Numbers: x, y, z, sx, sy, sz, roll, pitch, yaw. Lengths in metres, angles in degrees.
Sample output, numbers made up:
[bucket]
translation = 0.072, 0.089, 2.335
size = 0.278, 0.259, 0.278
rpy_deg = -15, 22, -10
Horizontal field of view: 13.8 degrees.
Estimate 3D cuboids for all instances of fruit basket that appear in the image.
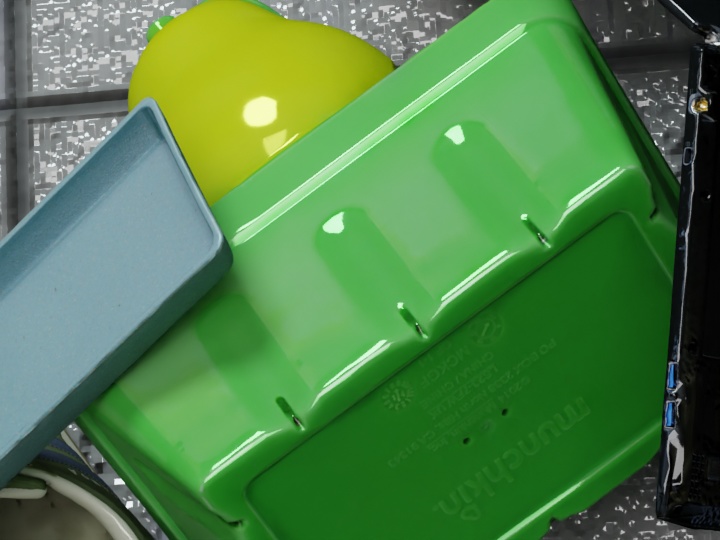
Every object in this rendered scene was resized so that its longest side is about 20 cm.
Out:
[fruit basket]
translation = 0.000, 0.000, 0.942
size = 0.215, 0.156, 0.216
rpy_deg = -24, 33, 17

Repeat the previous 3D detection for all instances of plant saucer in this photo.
[plant saucer]
translation = -0.116, 0.038, 0.896
size = 0.200, 0.019, 0.070
rpy_deg = -43, 46, 15

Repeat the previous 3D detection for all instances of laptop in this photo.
[laptop]
translation = 0.110, -0.023, 0.871
size = 0.103, 0.177, 0.201
rpy_deg = 0, 83, 43

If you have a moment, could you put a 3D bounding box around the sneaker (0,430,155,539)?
[sneaker]
translation = -0.120, 0.071, 0.945
size = 0.200, 0.090, 0.067
rpy_deg = 41, 86, 15
